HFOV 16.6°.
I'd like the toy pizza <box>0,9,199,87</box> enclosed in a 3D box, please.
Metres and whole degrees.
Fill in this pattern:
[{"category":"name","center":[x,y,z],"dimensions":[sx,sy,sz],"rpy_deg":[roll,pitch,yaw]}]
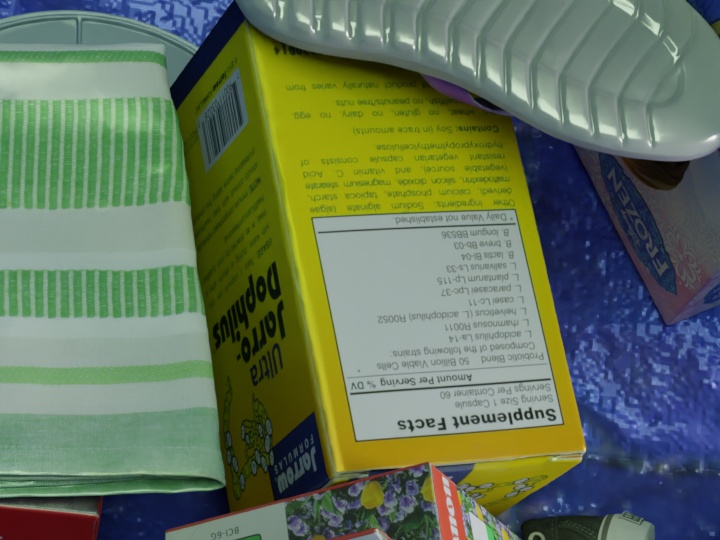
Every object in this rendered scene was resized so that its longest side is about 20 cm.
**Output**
[{"category":"toy pizza","center":[-0.121,-0.016,1.044],"dimensions":[0.199,0.032,0.201],"rpy_deg":[3,69,-9]}]

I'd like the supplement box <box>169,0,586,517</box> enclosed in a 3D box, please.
[{"category":"supplement box","center":[0.000,0.000,0.985],"dimensions":[0.108,0.110,0.201],"rpy_deg":[-2,70,-24]}]

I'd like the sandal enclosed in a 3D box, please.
[{"category":"sandal","center":[0.049,-0.093,0.953],"dimensions":[0.202,0.050,0.083],"rpy_deg":[20,68,1]}]

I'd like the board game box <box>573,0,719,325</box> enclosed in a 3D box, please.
[{"category":"board game box","center":[0.128,-0.101,1.027],"dimensions":[0.041,0.200,0.201],"rpy_deg":[-21,75,-18]}]

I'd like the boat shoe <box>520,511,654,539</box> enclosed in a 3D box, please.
[{"category":"boat shoe","center":[0.082,0.194,0.992],"dimensions":[0.056,0.069,0.201],"rpy_deg":[4,67,12]}]

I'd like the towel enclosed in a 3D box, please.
[{"category":"towel","center":[-0.135,-0.006,0.933],"dimensions":[0.152,0.023,0.201],"rpy_deg":[-1,56,-13]}]

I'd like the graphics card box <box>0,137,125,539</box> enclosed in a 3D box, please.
[{"category":"graphics card box","center":[-0.155,0.016,0.959],"dimensions":[0.125,0.051,0.201],"rpy_deg":[7,54,-6]}]

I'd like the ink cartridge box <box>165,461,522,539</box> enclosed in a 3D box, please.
[{"category":"ink cartridge box","center":[-0.009,0.113,0.912],"dimensions":[0.109,0.200,0.051],"rpy_deg":[-16,64,16]}]
